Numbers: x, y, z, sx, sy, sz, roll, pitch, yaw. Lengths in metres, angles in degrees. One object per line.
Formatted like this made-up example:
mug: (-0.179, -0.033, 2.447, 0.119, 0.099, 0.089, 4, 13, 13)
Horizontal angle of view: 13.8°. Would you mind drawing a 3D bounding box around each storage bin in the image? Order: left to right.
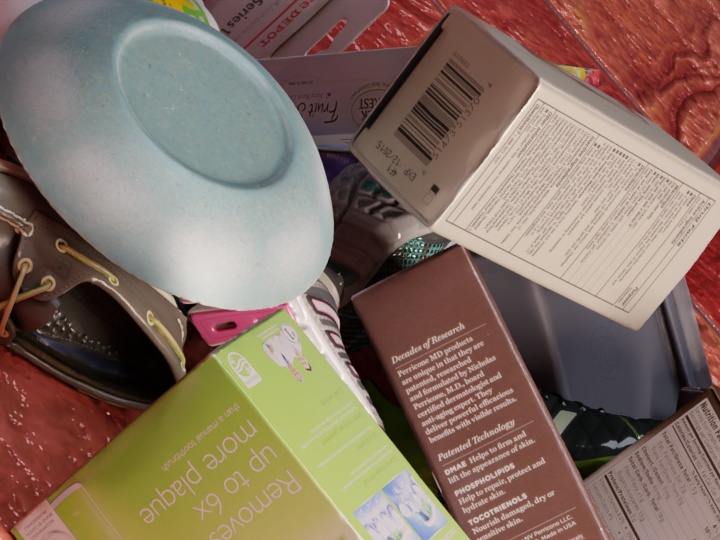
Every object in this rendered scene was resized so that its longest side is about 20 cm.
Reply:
storage bin: (0.111, 0.056, 1.789, 0.134, 0.145, 0.201, -14, 90, -55)

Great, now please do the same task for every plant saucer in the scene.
plant saucer: (-0.087, -0.072, 1.484, 0.201, 0.039, 0.201, 25, 40, -24)

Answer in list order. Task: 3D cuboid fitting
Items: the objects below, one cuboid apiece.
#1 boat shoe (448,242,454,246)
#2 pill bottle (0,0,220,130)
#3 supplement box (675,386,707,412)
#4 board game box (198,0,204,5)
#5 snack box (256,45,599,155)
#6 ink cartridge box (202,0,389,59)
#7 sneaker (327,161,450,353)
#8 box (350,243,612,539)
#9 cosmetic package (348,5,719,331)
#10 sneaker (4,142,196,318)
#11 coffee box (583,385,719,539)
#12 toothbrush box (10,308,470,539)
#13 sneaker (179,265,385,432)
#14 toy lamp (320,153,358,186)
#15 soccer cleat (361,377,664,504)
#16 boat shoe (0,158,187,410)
boat shoe: (0.067, -0.013, 1.902, 0.200, 0.070, 0.071, 27, 32, -44)
pill bottle: (-0.177, -0.129, 1.582, 0.200, 0.111, 0.111, 25, 33, -45)
supplement box: (0.234, 0.177, 1.735, 0.086, 0.110, 0.201, 25, 73, -46)
board game box: (-0.153, -0.180, 1.805, 0.135, 0.034, 0.200, 21, 37, -50)
snack box: (0.019, -0.096, 1.727, 0.142, 0.200, 0.053, 1, 89, -41)
ink cartridge box: (-0.062, -0.213, 1.916, 0.067, 0.117, 0.200, 28, 30, -40)
sneaker: (0.000, 0.000, 1.709, 0.077, 0.091, 0.200, 25, 34, 24)
box: (0.071, 0.097, 1.574, 0.100, 0.075, 0.200, 61, 5, -67)
cosmetic package: (0.102, -0.053, 1.614, 0.200, 0.103, 0.087, 27, 14, -48)
sneaker: (-0.120, -0.039, 1.583, 0.095, 0.079, 0.200, 24, -11, 28)
coffee box: (0.163, 0.156, 1.644, 0.114, 0.200, 0.080, 14, 43, -55)
toothbrush box: (-0.037, 0.144, 1.365, 0.200, 0.146, 0.086, 51, 26, 2)
sneaker: (-0.032, 0.044, 1.567, 0.200, 0.074, 0.088, 63, 23, -22)
toy lamp: (0.011, -0.069, 1.906, 0.200, 0.058, 0.058, 14, 41, -53)
soccer cleat: (0.091, 0.088, 1.673, 0.199, 0.068, 0.081, -2, 72, -12)
boat shoe: (-0.158, 0.007, 1.458, 0.202, 0.072, 0.060, 35, 22, -41)
